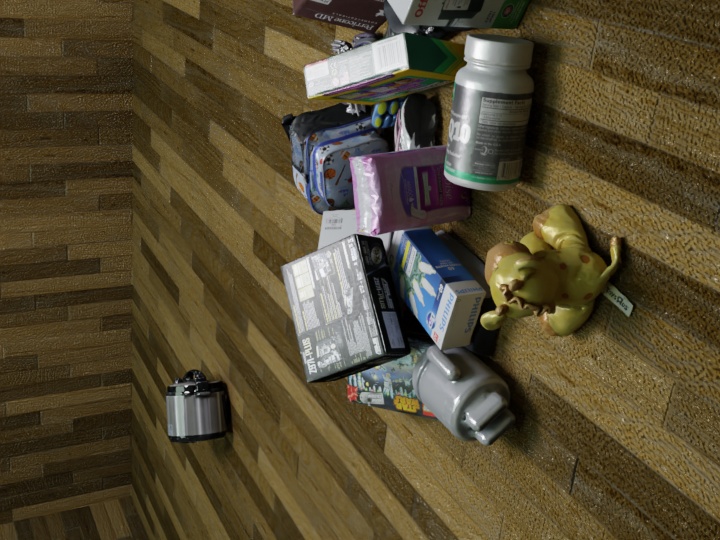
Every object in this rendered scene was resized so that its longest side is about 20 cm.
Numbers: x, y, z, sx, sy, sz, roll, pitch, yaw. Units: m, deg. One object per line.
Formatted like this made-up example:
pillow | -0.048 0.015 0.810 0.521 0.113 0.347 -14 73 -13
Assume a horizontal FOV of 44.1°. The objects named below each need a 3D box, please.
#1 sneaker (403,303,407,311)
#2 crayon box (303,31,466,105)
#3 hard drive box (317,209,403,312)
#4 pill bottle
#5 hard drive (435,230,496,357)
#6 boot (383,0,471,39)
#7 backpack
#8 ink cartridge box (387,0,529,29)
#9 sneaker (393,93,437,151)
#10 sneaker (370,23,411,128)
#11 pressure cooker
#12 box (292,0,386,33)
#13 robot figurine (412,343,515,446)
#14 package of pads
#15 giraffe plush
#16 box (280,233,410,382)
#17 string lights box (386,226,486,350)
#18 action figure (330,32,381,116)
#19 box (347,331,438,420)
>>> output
sneaker | 0.030 0.102 1.647 0.083 0.076 0.203 30 114 33
crayon box | 0.041 -0.310 1.384 0.197 0.171 0.060 -7 92 38
hard drive box | 0.000 0.000 1.564 0.153 0.077 0.204 0 74 33
pill bottle | 0.184 -0.224 1.257 0.113 0.111 0.204 37 126 54
hard drive | 0.156 0.036 1.437 0.200 0.042 0.137 48 136 49
boot | 0.078 -0.427 1.366 0.167 0.199 0.077 0 55 60
backpack | -0.037 -0.198 1.632 0.192 0.197 0.155 95 154 -47
ink cartridge box | 0.144 -0.412 1.202 0.084 0.197 0.148 64 146 33
sneaker | 0.093 -0.189 1.500 0.086 0.079 0.204 -176 89 -74
sneaker | 0.059 -0.344 1.530 0.083 0.070 0.203 46 129 56
pressure cooker | -0.476 0.389 2.574 0.173 0.178 0.204 -7 85 21
box | -0.004 -0.528 1.480 0.199 0.163 0.168 153 119 -61
robot figurine | 0.155 0.185 1.387 0.200 0.112 0.171 41 164 51
package of pads | 0.079 -0.127 1.387 0.075 0.197 0.123 9 107 56
giraffe plush | 0.229 0.014 1.160 0.199 0.159 0.176 33 124 57
box | -0.025 0.064 1.456 0.162 0.086 0.204 -23 75 29
string lights box | 0.114 0.020 1.403 0.201 0.058 0.104 54 140 46
action figure | -0.012 -0.349 1.561 0.201 0.068 0.132 -69 -20 -56
box | 0.063 0.176 1.562 0.197 0.040 0.140 5 101 37
